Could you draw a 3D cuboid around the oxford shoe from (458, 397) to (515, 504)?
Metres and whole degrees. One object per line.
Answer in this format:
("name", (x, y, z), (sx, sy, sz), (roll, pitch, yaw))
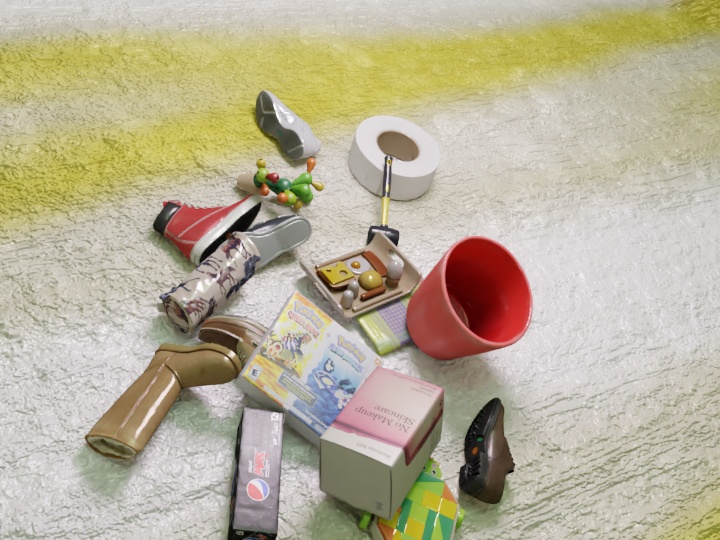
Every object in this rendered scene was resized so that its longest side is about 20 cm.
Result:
("oxford shoe", (0.220, 0.305, 1.412), (0.084, 0.073, 0.202), (33, 45, -13))

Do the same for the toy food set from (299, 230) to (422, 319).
("toy food set", (0.000, 0.000, 1.574), (0.197, 0.061, 0.144), (-20, 51, -34))

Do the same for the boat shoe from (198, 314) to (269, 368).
("boat shoe", (-0.175, 0.135, 1.398), (0.196, 0.076, 0.075), (18, 50, -5))

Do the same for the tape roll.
("tape roll", (0.073, -0.249, 1.851), (0.198, 0.071, 0.205), (12, 46, -12))

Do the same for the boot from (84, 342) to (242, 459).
("boot", (-0.292, 0.200, 1.270), (0.171, 0.067, 0.201), (-2, 35, 28))

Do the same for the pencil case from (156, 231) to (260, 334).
("pencil case", (-0.257, 0.017, 1.449), (0.088, 0.079, 0.200), (30, 54, 21))

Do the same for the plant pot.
("plant pot", (0.182, 0.066, 1.503), (0.196, 0.177, 0.205), (12, 63, -23))

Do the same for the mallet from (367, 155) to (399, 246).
("mallet", (0.042, -0.142, 1.719), (0.064, 0.041, 0.205), (2, 70, -13))

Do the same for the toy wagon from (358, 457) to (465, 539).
("toy wagon", (0.088, 0.366, 1.313), (0.152, 0.040, 0.202), (24, 45, 0))

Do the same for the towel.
("towel", (0.076, 0.076, 1.588), (0.197, 0.023, 0.144), (-20, 60, -34))

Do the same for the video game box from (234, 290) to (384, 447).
("video game box", (-0.078, 0.165, 1.369), (0.199, 0.047, 0.184), (38, 54, -10))

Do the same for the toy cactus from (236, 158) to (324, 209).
("toy cactus", (-0.170, -0.176, 1.653), (0.162, 0.105, 0.199), (9, 7, 25))

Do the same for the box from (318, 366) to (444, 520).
("box", (0.035, 0.261, 1.303), (0.125, 0.111, 0.200), (15, 34, 22))

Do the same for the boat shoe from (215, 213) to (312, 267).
("boat shoe", (-0.187, -0.051, 1.575), (0.196, 0.077, 0.060), (-18, 18, -22))

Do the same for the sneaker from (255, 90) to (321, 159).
("sneaker", (-0.160, -0.314, 1.831), (0.079, 0.071, 0.201), (-10, 55, -48))

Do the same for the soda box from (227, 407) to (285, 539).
("soda box", (-0.155, 0.309, 1.252), (0.069, 0.064, 0.203), (10, 46, -12))

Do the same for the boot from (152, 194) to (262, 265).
("boot", (-0.290, -0.111, 1.583), (0.143, 0.073, 0.200), (36, 50, 15))
